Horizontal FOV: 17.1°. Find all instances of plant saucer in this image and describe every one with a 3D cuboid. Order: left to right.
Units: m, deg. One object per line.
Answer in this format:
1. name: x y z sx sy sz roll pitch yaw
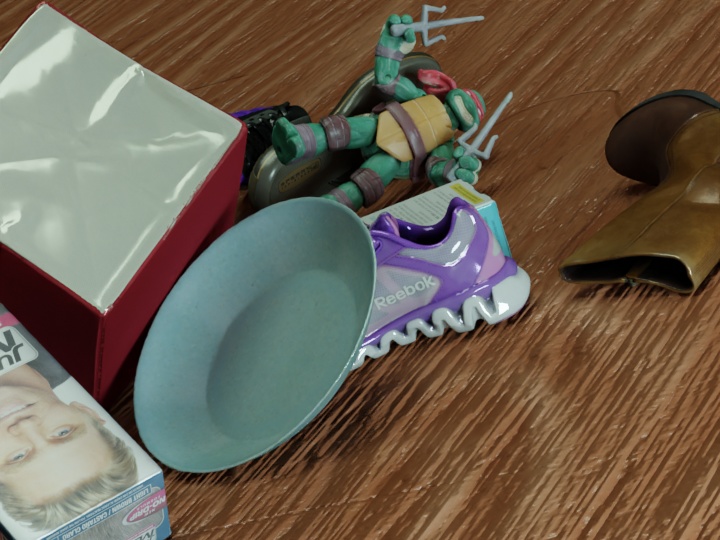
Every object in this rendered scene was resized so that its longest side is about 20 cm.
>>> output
1. plant saucer: -0.059 0.048 1.529 0.200 0.039 0.202 -25 44 27

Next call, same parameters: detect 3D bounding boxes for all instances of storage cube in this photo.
1. storage cube: -0.195 -0.038 1.605 0.200 0.170 0.180 -54 -9 -26

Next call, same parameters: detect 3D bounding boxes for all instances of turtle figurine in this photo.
1. turtle figurine: 0.038 -0.110 1.866 0.199 0.150 0.101 -28 -24 -21

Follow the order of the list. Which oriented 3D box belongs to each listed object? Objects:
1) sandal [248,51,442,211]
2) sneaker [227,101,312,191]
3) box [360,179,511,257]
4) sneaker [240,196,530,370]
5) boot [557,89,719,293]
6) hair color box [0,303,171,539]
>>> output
1. sandal: -0.004 -0.104 1.945 0.200 0.082 0.055 -33 46 -25
2. sneaker: -0.088 -0.106 1.957 0.099 0.070 0.200 -17 1 17
3. box: 0.000 0.000 1.680 0.199 0.049 0.082 -22 18 -9
4. sneaker: 0.008 0.009 1.587 0.199 0.089 0.081 -20 20 4
5. boot: 0.200 -0.042 1.627 0.188 0.069 0.200 10 40 41
6. hair color box: -0.210 0.105 1.440 0.100 0.061 0.200 -28 49 -26
